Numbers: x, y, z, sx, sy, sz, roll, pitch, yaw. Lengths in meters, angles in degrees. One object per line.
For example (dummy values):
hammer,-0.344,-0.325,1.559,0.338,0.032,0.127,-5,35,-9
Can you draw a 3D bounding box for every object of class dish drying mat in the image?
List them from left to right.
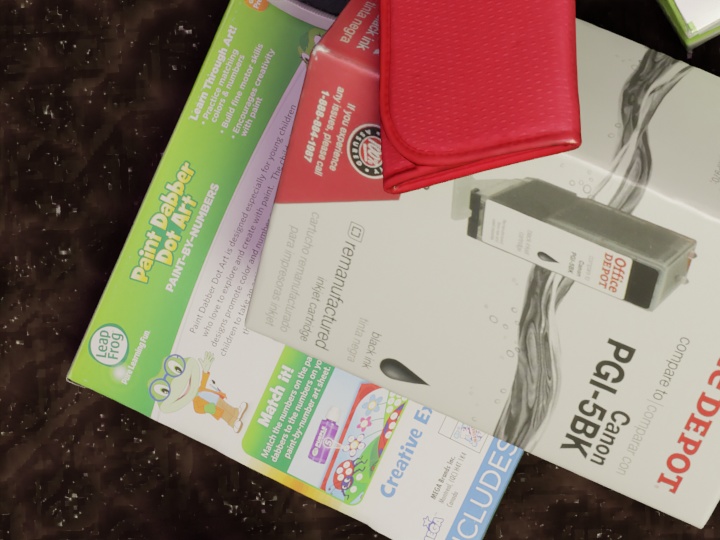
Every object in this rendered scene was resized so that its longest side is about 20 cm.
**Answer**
dish drying mat,0.035,-0.128,0.633,0.077,0.018,0.200,-13,68,33

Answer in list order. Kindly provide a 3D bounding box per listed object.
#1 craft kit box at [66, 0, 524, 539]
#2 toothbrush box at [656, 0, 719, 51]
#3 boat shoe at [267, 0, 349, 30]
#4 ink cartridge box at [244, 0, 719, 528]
craft kit box,0.000,0.000,0.815,0.197,0.049,0.200,26,99,4
toothbrush box,0.164,-0.154,0.690,0.146,0.200,0.086,-30,91,10
boat shoe,-0.037,-0.164,0.781,0.200,0.060,0.076,28,55,7
ink cartridge box,0.072,-0.011,0.707,0.200,0.083,0.147,23,132,8
